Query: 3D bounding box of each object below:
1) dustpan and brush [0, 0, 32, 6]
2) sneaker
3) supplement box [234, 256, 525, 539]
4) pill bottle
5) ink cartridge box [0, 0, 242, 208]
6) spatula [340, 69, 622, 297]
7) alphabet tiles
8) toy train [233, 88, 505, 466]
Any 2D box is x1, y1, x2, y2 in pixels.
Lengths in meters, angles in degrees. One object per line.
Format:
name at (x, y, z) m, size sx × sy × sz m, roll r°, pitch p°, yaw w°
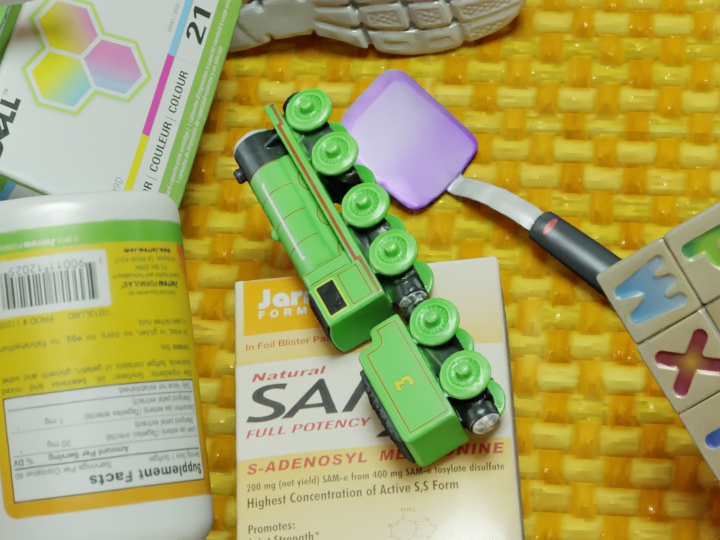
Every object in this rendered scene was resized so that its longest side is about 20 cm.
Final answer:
dustpan and brush at (-0.219, -0.105, 1.032) m, size 0.198 × 0.057 × 0.140 m, roll -15°, pitch 61°, yaw -13°
sneaker at (-0.011, -0.164, 1.165) m, size 0.198 × 0.077 × 0.082 m, roll 1°, pitch 54°, yaw 8°
supplement box at (0.009, 0.101, 1.005) m, size 0.125 × 0.074 × 0.201 m, roll -6°, pitch 59°, yaw 4°
pill bottle at (-0.123, 0.072, 0.991) m, size 0.110 × 0.111 × 0.202 m, roll -7°, pitch 85°, yaw 4°
ink cartridge box at (-0.176, -0.098, 1.094) m, size 0.199 × 0.076 × 0.149 m, roll 24°, pitch 60°, yaw -16°
spatula at (0.074, -0.028, 1.103) m, size 0.199 × 0.021 × 0.057 m, roll 35°, pitch 69°, yaw 24°
alphabet tiles at (0.216, 0.047, 0.924) m, size 0.167 × 0.008 × 0.201 m, roll -31°, pitch 91°, yaw 18°
toy train at (0.000, 0.000, 1.003) m, size 0.056 × 0.042 × 0.201 m, roll -31°, pitch 57°, yaw 0°
